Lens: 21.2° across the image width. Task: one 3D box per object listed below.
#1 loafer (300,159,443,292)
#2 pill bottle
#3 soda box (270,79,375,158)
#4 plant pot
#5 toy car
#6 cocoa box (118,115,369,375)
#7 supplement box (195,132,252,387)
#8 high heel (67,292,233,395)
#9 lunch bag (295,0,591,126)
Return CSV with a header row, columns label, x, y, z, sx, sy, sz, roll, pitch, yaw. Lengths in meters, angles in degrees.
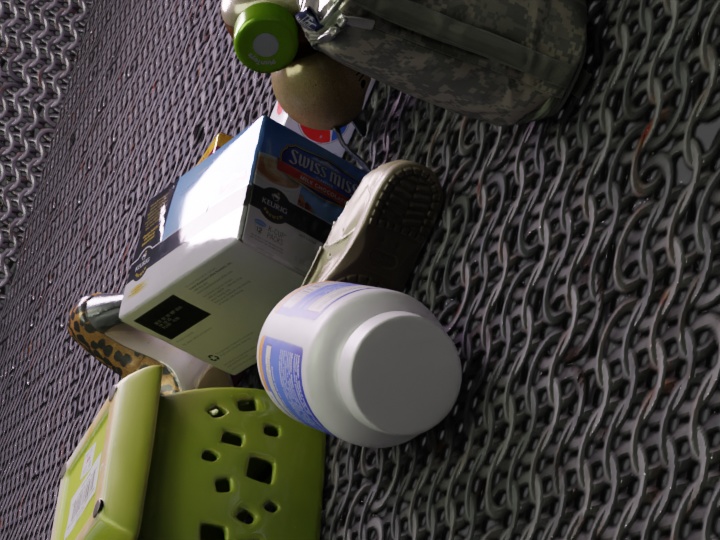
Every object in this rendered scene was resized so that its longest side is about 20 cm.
label,x,y,z,sx,sy,sz,roll,pitch,yaw
loafer,0.000,0.000,1.534,0.201,0.075,0.068,-58,18,9
pill bottle,0.001,0.068,1.384,0.113,0.111,0.200,-72,18,-3
soda box,-0.027,-0.182,1.801,0.201,0.068,0.064,-66,18,14
plant pot,-0.149,0.209,1.579,0.200,0.180,0.200,-52,24,42
toy car,-0.019,-0.181,1.666,0.157,0.201,0.165,-17,32,9
cocoa box,-0.097,-0.019,1.680,0.200,0.133,0.132,-30,40,46
supplement box,-0.131,-0.008,1.876,0.131,0.102,0.201,-46,30,51
high heel,-0.194,0.106,1.806,0.142,0.201,0.071,-9,23,45
lunch bag,0.055,-0.188,1.344,0.168,0.199,0.140,-110,43,-65
